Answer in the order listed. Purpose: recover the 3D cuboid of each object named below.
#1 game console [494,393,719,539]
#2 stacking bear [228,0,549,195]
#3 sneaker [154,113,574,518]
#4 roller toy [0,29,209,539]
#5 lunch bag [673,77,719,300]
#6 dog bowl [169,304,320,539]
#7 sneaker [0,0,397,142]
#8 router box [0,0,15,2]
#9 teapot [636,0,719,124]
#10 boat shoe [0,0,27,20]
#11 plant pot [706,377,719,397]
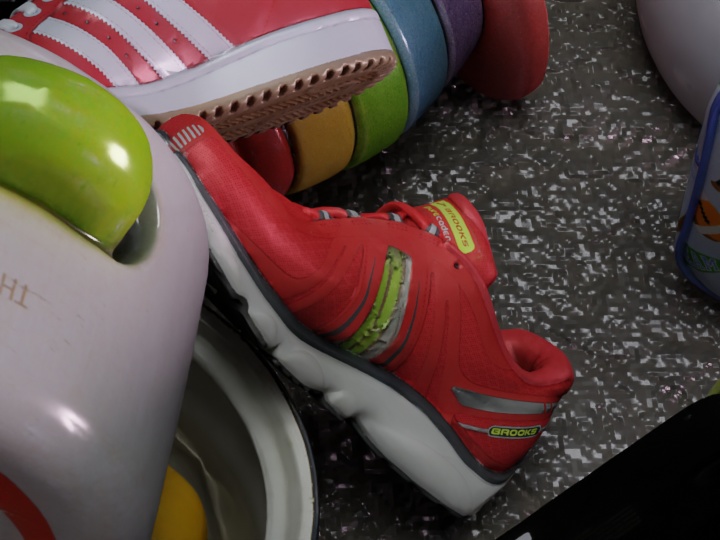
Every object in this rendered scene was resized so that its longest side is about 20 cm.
[{"bbox_3d":[0.068,0.152,0.772,0.200,0.176,0.117,-35,105,4],"label":"game console"},{"bbox_3d":[-0.038,-0.072,1.045,0.121,0.114,0.200,40,65,20],"label":"stacking bear"},{"bbox_3d":[0.000,0.000,0.951,0.085,0.200,0.077,-47,38,0],"label":"sneaker"},{"bbox_3d":[-0.142,0.027,0.825,0.182,0.200,0.140,2,54,11],"label":"roller toy"},{"bbox_3d":[0.216,-0.021,1.001,0.200,0.160,0.076,22,56,10],"label":"lunch bag"},{"bbox_3d":[-0.115,0.093,0.936,0.199,0.074,0.201,3,55,-4],"label":"dog bowl"},{"bbox_3d":[-0.092,-0.092,0.938,0.200,0.071,0.113,-17,80,-32],"label":"sneaker"},{"bbox_3d":[-0.190,-0.149,1.044,0.199,0.051,0.149,1,29,19],"label":"router box"},{"bbox_3d":[0.202,-0.140,1.093,0.199,0.146,0.198,7,54,0],"label":"teapot"},{"bbox_3d":[-0.199,-0.069,1.021,0.091,0.071,0.200,15,45,45],"label":"boat shoe"},{"bbox_3d":[0.235,0.100,0.925,0.200,0.187,0.187,-6,54,-32],"label":"plant pot"}]
